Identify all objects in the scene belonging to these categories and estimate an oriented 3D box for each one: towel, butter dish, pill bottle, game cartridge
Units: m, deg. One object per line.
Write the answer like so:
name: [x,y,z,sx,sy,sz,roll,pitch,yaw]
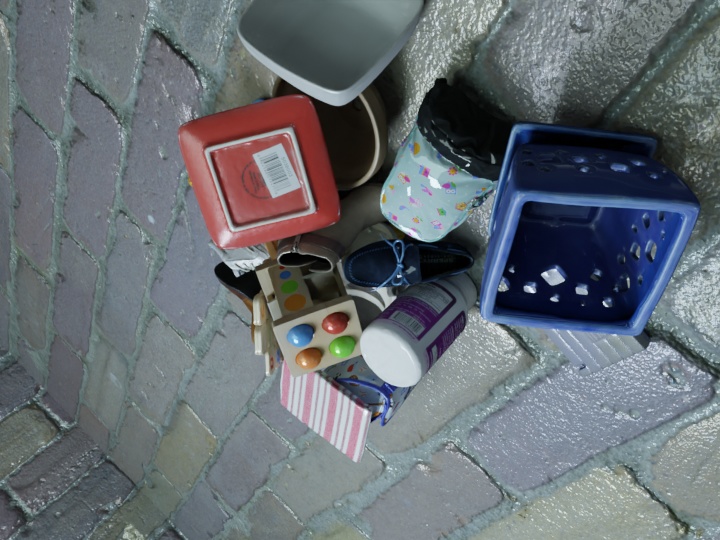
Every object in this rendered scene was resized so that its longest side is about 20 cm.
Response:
towel: [-0.062,0.233,1.301,0.200,0.030,0.147,33,136,24]
butter dish: [-0.140,-0.156,1.090,0.199,0.148,0.201,-13,115,5]
pill bottle: [0.097,0.079,1.148,0.112,0.200,0.113,25,135,27]
game cartridge: [0.306,0.052,1.066,0.200,0.038,0.130,49,137,1]

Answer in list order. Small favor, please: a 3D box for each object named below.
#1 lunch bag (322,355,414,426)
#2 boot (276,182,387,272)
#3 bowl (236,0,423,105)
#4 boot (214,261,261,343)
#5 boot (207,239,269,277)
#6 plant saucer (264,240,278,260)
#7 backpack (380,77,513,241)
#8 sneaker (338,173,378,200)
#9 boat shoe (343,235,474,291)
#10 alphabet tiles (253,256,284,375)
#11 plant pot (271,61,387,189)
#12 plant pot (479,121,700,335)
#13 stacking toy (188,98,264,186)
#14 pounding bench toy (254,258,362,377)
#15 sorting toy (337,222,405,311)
lunch bag: [0.034,0.188,1.319,0.124,0.170,0.200,53,142,-8]
boot: [-0.028,-0.058,1.110,0.199,0.146,0.070,-6,130,25]
bowl: [-0.039,-0.316,0.978,0.200,0.200,0.075,36,165,15]
boot: [-0.227,0.084,1.588,0.188,0.069,0.200,23,142,18]
boot: [-0.200,-0.018,1.417,0.200,0.096,0.074,39,173,20]
plant saucer: [-0.107,-0.015,1.309,0.037,0.200,0.200,-31,100,8]
backpack: [0.111,-0.137,1.020,0.167,0.127,0.200,40,144,5]
sneaker: [-0.045,-0.141,1.219,0.200,0.075,0.085,7,145,39]
boat shoe: [0.075,-0.018,1.105,0.069,0.199,0.084,-165,64,-72]
alphabet tiles: [-0.151,0.071,1.274,0.015,0.200,0.196,0,101,8]
plant pot: [-0.028,-0.230,1.100,0.200,0.093,0.201,26,136,28]
plant pot: [0.250,-0.060,0.875,0.199,0.180,0.200,6,133,0]
stacking toy: [-0.212,-0.189,1.219,0.110,0.200,0.116,49,140,0]
pounding bench toy: [-0.068,0.091,1.170,0.200,0.124,0.156,76,173,-45]
sorting toy: [0.000,0.000,1.265,0.200,0.107,0.180,25,143,27]
